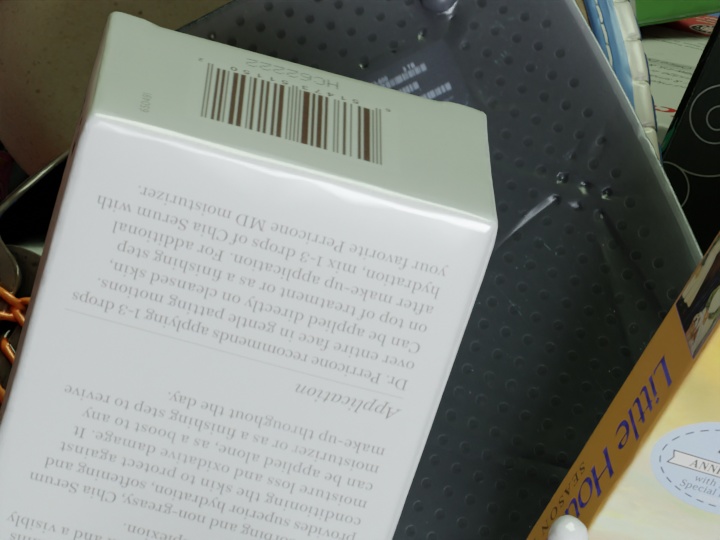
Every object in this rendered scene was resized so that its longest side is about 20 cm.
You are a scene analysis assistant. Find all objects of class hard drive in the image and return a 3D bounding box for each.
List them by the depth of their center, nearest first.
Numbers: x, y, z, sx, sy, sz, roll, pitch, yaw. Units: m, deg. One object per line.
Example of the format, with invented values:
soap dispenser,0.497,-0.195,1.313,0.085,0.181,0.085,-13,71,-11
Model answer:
hard drive,0.026,0.004,0.788,0.201,0.134,0.042,66,8,14

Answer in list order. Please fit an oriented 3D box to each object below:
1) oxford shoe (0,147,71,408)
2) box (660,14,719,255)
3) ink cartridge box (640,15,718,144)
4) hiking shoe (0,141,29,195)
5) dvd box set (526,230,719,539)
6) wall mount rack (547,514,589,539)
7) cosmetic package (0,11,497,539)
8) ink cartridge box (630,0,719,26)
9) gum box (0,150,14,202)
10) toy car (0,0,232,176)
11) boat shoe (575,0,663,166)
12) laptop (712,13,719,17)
oxford shoe,-0.111,0.029,0.788,0.071,0.073,0.200,28,51,2
box,0.167,-0.011,0.931,0.148,0.201,0.124,24,-1,6
ink cartridge box,0.138,-0.040,1.121,0.146,0.083,0.200,17,21,31
hiking shoe,-0.128,-0.056,0.979,0.199,0.101,0.076,8,27,-22
dvd box set,0.117,0.082,0.727,0.146,0.200,0.029,19,30,-19
wall mount rack,0.053,0.161,0.644,0.174,0.075,0.200,51,33,10
cosmetic package,-0.042,0.048,0.704,0.101,0.201,0.071,15,24,-7
ink cartridge box,0.033,-0.140,1.184,0.199,0.085,0.146,-11,14,-21
gum box,-0.225,-0.025,0.888,0.199,0.066,0.114,21,26,6
toy car,-0.049,-0.102,0.960,0.176,0.185,0.200,-25,18,-2
boat shoe,0.055,-0.011,0.839,0.072,0.072,0.201,-8,68,0
laptop,0.245,-0.103,1.332,0.176,0.104,0.200,12,25,-13
